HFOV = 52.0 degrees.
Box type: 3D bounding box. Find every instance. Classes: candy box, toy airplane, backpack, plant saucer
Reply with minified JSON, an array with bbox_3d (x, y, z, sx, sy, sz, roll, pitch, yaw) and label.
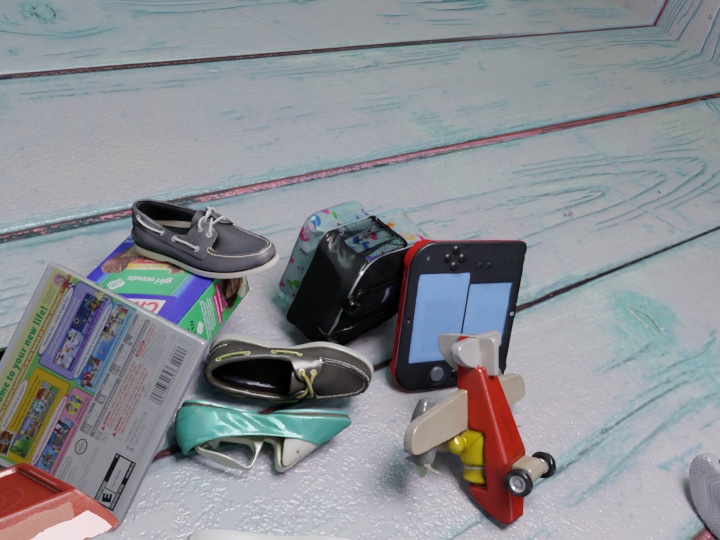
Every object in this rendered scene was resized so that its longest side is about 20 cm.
[{"bbox_3d":[-0.250,0.044,0.870,0.167,0.078,0.201,5,36,18],"label":"candy box"},{"bbox_3d":[0.126,0.169,0.864,0.200,0.140,0.201,40,45,-27],"label":"toy airplane"},{"bbox_3d":[0.000,0.000,0.983,0.199,0.178,0.151,-19,57,-42],"label":"backpack"},{"bbox_3d":[-0.320,0.204,0.580,0.198,0.037,0.199,-13,5,-39],"label":"plant saucer"}]

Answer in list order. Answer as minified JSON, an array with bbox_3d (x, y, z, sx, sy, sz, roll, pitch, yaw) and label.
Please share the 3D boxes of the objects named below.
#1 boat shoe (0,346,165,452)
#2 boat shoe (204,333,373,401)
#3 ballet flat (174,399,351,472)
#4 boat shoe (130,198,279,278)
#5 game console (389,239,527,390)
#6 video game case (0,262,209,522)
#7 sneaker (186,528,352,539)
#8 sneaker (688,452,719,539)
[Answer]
[{"bbox_3d":[-0.301,0.141,0.776,0.199,0.061,0.072,22,62,8],"label":"boat shoe"},{"bbox_3d":[-0.083,0.125,0.872,0.198,0.073,0.061,7,23,-4],"label":"boat shoe"},{"bbox_3d":[-0.107,0.188,0.821,0.197,0.067,0.071,7,65,-14],"label":"ballet flat"},{"bbox_3d":[-0.188,-0.042,0.861,0.198,0.063,0.073,11,36,23],"label":"boat shoe"},{"bbox_3d":[0.128,0.057,0.956,0.175,0.203,0.031,0,19,-21],"label":"game console"},{"bbox_3d":[-0.274,0.121,0.737,0.180,0.202,0.022,26,-2,3],"label":"video game case"},{"bbox_3d":[-0.071,0.300,0.698,0.197,0.074,0.083,5,49,-4],"label":"sneaker"},{"bbox_3d":[0.499,0.308,0.907,0.113,0.076,0.201,-9,53,-31],"label":"sneaker"}]
